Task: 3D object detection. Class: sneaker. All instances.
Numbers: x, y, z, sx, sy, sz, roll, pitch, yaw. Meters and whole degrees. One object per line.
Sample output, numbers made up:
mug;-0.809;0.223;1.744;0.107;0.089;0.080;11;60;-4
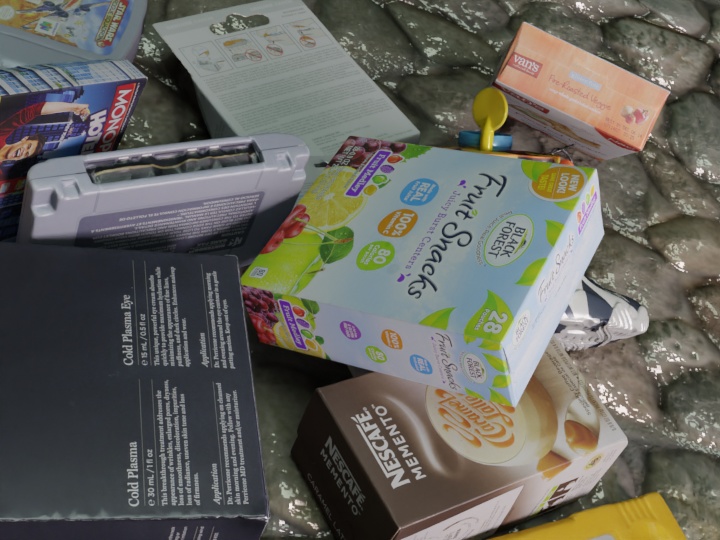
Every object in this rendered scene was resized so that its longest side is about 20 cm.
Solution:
sneaker;0.144;-0.011;0.916;0.198;0.079;0.130;6;70;-25

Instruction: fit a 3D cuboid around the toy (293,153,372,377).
toy;0.000;0.000;0.905;0.115;0.047;0.200;-9;60;-33

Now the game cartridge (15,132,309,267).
game cartridge;-0.143;-0.034;0.815;0.199;0.133;0.041;-11;55;-31

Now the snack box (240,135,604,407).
snack box;0.044;-0.009;0.795;0.199;0.068;0.169;12;49;28

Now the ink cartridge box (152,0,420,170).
ink cartridge box;-0.067;-0.150;1.011;0.162;0.057;0.200;-21;56;-35

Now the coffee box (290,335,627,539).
coffee box;0.068;0.122;0.802;0.199;0.080;0.115;-15;57;-32

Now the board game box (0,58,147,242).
board game box;-0.233;-0.067;0.796;0.062;0.200;0.200;45;35;18

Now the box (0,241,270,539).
box;-0.165;0.091;0.718;0.181;0.104;0.201;5;49;-19

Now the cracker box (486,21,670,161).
cracker box;0.182;-0.152;1.025;0.134;0.058;0.200;26;3;1

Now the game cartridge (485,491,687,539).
game cartridge;0.163;0.246;0.767;0.199;0.032;0.177;-9;55;-27

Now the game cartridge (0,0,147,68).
game cartridge;-0.256;-0.215;0.996;0.133;0.042;0.201;13;47;-6

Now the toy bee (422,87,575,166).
toy bee;0.124;-0.090;0.976;0.199;0.131;0.109;-24;20;-21
